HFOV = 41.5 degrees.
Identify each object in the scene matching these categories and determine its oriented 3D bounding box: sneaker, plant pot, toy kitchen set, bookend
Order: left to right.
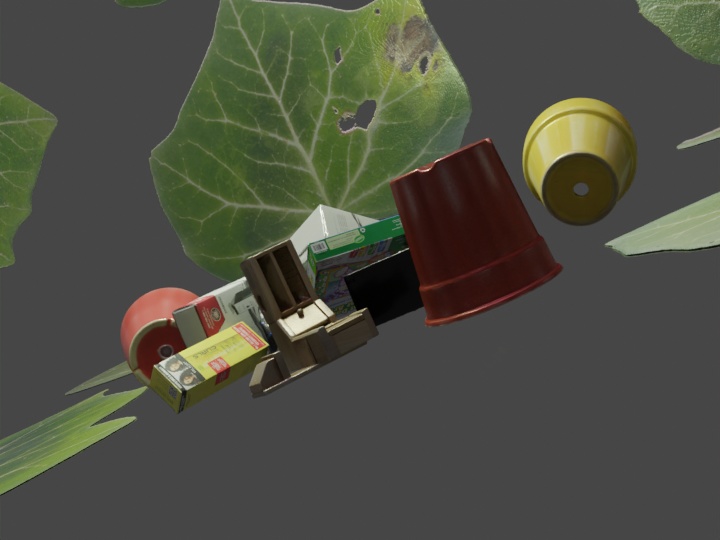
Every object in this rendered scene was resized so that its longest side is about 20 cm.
[{"bbox_3d":[-0.382,0.145,1.881,0.198,0.203,0.177,-23,12,-5],"label":"plant pot"},{"bbox_3d":[-0.109,0.058,1.308,0.161,0.183,0.200,-26,0,-23],"label":"toy kitchen set"},{"bbox_3d":[-0.129,0.089,1.620,0.076,0.077,0.200,-23,14,-5],"label":"sneaker"},{"bbox_3d":[0.093,0.002,1.539,0.196,0.093,0.200,-23,2,11],"label":"bookend"},{"bbox_3d":[0.141,-0.057,1.258,0.198,0.198,0.201,-23,4,2],"label":"plant pot"},{"bbox_3d":[0.374,-0.170,1.621,0.198,0.203,0.190,-22,20,22],"label":"plant pot"}]

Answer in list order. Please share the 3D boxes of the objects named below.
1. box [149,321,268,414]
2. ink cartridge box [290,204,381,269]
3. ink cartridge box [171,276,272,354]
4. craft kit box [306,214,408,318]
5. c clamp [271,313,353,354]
[{"bbox_3d":[-0.244,0.155,1.550,0.199,0.075,0.051,-25,-35,-46],"label":"box"},{"bbox_3d":[-0.030,-0.035,1.835,0.198,0.084,0.147,13,-41,-35],"label":"ink cartridge box"},{"bbox_3d":[-0.218,0.098,1.711,0.082,0.149,0.199,-18,7,45],"label":"ink cartridge box"},{"bbox_3d":[0.000,0.000,1.632,0.197,0.049,0.199,-18,-29,-17],"label":"craft kit box"},{"bbox_3d":[-0.059,0.106,1.594,0.198,0.027,0.170,-21,11,41],"label":"c clamp"}]
